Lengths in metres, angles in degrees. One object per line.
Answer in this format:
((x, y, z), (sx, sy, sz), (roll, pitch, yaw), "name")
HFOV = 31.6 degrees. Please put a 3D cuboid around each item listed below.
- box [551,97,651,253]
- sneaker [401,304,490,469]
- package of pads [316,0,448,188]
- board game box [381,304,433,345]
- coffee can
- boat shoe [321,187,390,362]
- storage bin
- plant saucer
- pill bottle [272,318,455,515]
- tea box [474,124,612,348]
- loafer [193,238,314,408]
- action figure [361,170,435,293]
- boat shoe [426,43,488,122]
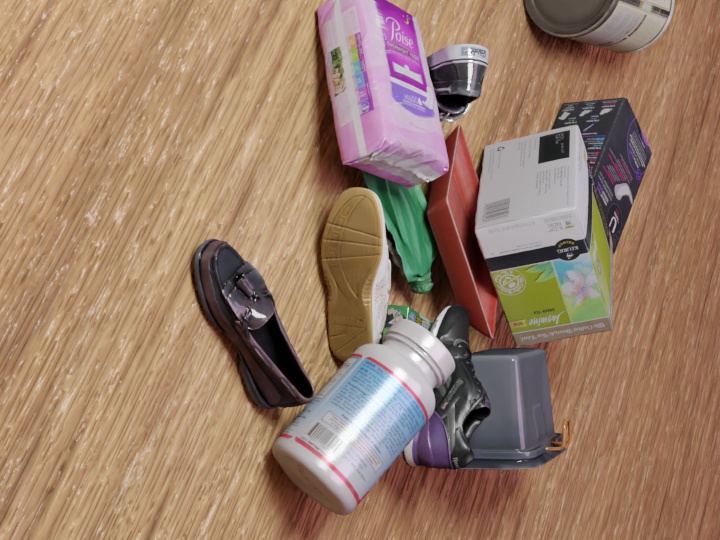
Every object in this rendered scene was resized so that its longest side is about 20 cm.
((0.327, -0.135, 1.829), (0.122, 0.106, 0.200), (54, 50, -37), "box")
((0.116, 0.137, 1.470), (0.076, 0.087, 0.201), (52, 47, -55), "sneaker")
((0.024, -0.196, 1.379), (0.120, 0.075, 0.201), (17, 56, -50), "package of pads")
((0.070, 0.130, 1.509), (0.200, 0.029, 0.135), (33, 63, -62), "board game box")
((0.342, -0.392, 1.811), (0.200, 0.146, 0.147), (-1, 92, -55), "coffee can")
((0.000, 0.000, 1.408), (0.069, 0.071, 0.201), (-37, 135, -61), "boat shoe")
((0.186, 0.167, 1.582), (0.200, 0.145, 0.135), (-3, 90, -68), "storage bin")
((0.126, -0.047, 1.562), (0.200, 0.037, 0.201), (-76, 150, -56), "plant saucer")
((0.008, 0.150, 1.344), (0.200, 0.109, 0.109), (-47, 129, -20), "pill bottle")
((0.241, -0.044, 1.637), (0.200, 0.133, 0.197), (-75, 147, -53), "tea box")
((-0.100, 0.054, 1.270), (0.072, 0.063, 0.201), (-50, 129, -42), "loafer")
((0.045, -0.061, 1.479), (0.118, 0.054, 0.201), (-42, 120, -48), "action figure")
((0.098, -0.205, 1.458), (0.073, 0.199, 0.068), (5, 86, -18), "boat shoe")
